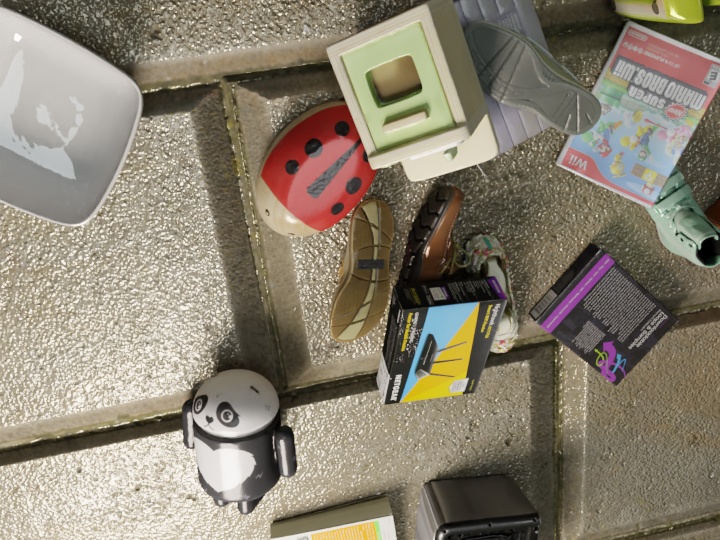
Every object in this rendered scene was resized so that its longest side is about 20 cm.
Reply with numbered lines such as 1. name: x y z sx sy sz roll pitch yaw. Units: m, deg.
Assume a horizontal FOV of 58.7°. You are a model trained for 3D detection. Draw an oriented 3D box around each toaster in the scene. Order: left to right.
1. toaster: 0.180 0.451 1.050 0.196 0.119 0.184 -3 111 -10

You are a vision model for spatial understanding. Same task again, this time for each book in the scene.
1. book: -0.038 0.456 1.053 0.197 0.048 0.136 -11 115 -5

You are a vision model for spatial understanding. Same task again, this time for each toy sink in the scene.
1. toy sink: 0.067 -0.194 0.747 0.129 0.112 0.202 -12 112 28

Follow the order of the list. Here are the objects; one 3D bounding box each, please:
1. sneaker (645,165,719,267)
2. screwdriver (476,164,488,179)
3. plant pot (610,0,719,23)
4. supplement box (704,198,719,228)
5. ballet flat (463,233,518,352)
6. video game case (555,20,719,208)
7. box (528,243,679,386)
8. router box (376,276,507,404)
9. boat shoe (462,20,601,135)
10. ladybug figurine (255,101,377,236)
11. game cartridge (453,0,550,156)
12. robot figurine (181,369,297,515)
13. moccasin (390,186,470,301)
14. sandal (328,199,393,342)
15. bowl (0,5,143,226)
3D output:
1. sneaker: 0.443 -0.094 0.885 0.073 0.118 0.201 -36 112 7
2. screwdriver: 0.116 -0.199 0.835 0.200 0.028 0.029 46 69 -24
3. plant pot: 0.379 -0.393 0.719 0.179 0.200 0.202 -23 114 6
4. supplement box: 0.612 -0.038 0.968 0.199 0.069 0.067 38 101 -20
5. ballet flat: 0.191 0.045 0.923 0.075 0.064 0.202 -20 114 -3
6. video game case: 0.369 -0.204 0.849 0.142 0.017 0.202 27 106 10
7. box: 0.374 0.072 0.984 0.199 0.036 0.143 36 102 -20
8. router box: 0.107 0.101 0.896 0.147 0.051 0.202 -6 134 -13
9. boat shoe: 0.206 -0.240 0.787 0.200 0.065 0.075 25 124 -12
10. ladybug figurine: -0.049 -0.124 0.807 0.135 0.072 0.201 37 101 -21
11. game cartridge: 0.178 -0.260 0.818 0.128 0.038 0.202 -29 113 -3
12. robot figurine: -0.172 0.239 0.898 0.148 0.125 0.203 -6 113 -16
13. moccasin: 0.103 -0.017 0.877 0.076 0.074 0.204 8 110 -16
14. sandal: 0.000 0.000 0.878 0.079 0.054 0.203 4 104 -21
15. bowl: -0.361 -0.172 0.730 0.198 0.075 0.202 27 103 -19
